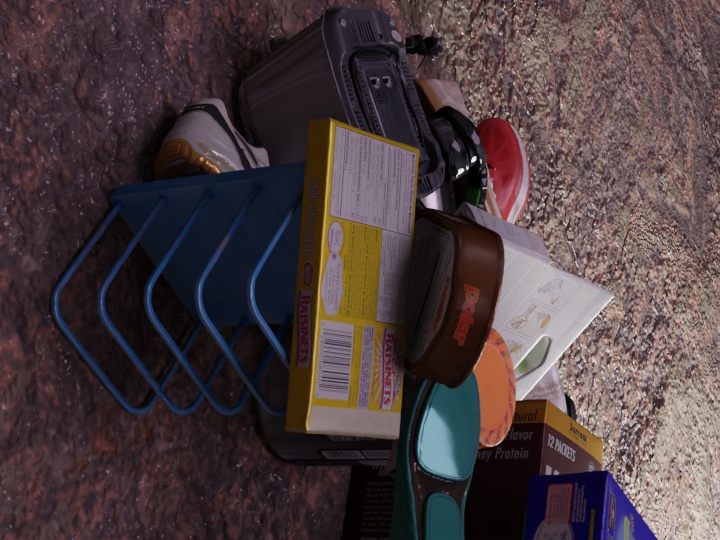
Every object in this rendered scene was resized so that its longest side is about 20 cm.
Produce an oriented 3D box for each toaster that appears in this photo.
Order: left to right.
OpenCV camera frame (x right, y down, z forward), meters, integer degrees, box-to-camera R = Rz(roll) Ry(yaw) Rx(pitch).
[{"bbox_3d":[-0.016,-0.114,1.144,0.113,0.128,0.203,-18,88,-55],"label":"toaster"}]

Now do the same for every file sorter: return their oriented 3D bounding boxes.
[{"bbox_3d":[-0.097,0.023,0.959,0.139,0.198,0.123,58,44,-33],"label":"file sorter"}]

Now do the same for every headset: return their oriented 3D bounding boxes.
[{"bbox_3d":[0.059,-0.110,1.217,0.122,0.094,0.203,-11,104,-21],"label":"headset"}]

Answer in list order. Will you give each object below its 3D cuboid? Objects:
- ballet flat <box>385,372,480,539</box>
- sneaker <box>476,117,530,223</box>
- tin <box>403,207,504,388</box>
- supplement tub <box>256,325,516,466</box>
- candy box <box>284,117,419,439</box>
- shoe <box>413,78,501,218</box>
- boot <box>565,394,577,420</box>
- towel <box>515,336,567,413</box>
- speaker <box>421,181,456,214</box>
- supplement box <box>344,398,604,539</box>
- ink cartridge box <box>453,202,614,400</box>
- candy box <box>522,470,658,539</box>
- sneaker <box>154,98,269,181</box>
[{"bbox_3d":[0.045,0.161,0.989,0.067,0.070,0.203,24,57,-33],"label":"ballet flat"},{"bbox_3d":[0.117,-0.082,1.410,0.115,0.077,0.203,31,59,-52],"label":"sneaker"},{"bbox_3d":[0.055,0.017,0.974,0.200,0.041,0.114,-137,-120,-78],"label":"tin"},{"bbox_3d":[0.021,0.100,1.123,0.122,0.198,0.125,15,72,-55],"label":"supplement tub"},{"bbox_3d":[-0.004,0.008,0.901,0.102,0.026,0.203,13,79,-54],"label":"candy box"},{"bbox_3d":[0.103,-0.107,1.341,0.053,0.070,0.202,-9,67,-31],"label":"shoe"},{"bbox_3d":[0.186,0.203,1.473,0.162,0.073,0.201,25,58,-54],"label":"boot"},{"bbox_3d":[0.145,0.170,1.387,0.147,0.031,0.203,-13,95,-15],"label":"towel"},{"bbox_3d":[0.058,-0.026,1.307,0.081,0.080,0.203,-9,92,-56],"label":"speaker"},{"bbox_3d":[0.102,0.236,1.225,0.132,0.195,0.203,35,56,-49],"label":"supplement box"},{"bbox_3d":[0.106,0.050,1.233,0.172,0.201,0.044,21,30,-32],"label":"ink cartridge box"},{"bbox_3d":[0.194,0.284,1.105,0.200,0.076,0.171,50,42,-45],"label":"candy box"},{"bbox_3d":[-0.087,-0.056,1.098,0.201,0.075,0.088,57,35,-40],"label":"sneaker"}]
